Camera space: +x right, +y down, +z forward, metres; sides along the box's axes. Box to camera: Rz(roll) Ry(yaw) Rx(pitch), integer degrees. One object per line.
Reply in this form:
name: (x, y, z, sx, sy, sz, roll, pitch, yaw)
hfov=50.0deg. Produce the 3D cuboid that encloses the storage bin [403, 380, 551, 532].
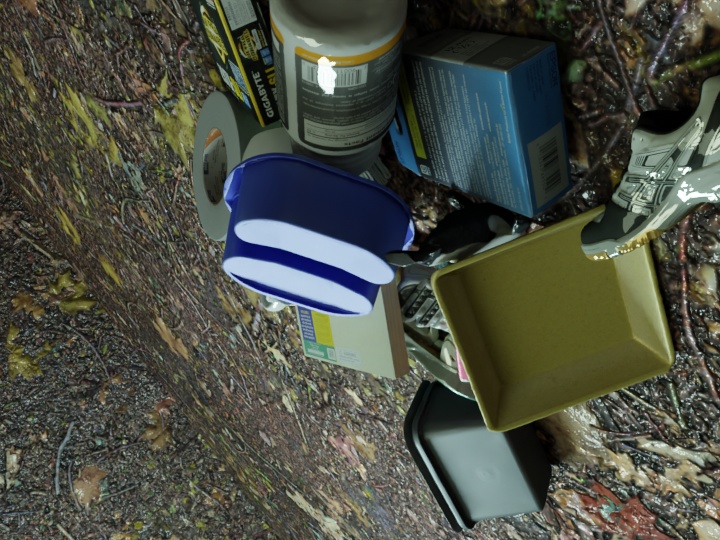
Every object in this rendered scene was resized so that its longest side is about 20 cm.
storage bin: (0.170, 0.240, 1.048, 0.133, 0.146, 0.201, -14, 115, 31)

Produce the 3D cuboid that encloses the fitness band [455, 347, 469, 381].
fitness band: (0.176, 0.078, 0.850, 0.142, 0.038, 0.202, 2, 129, 16)

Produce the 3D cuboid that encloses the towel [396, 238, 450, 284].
towel: (0.089, 0.041, 1.035, 0.146, 0.022, 0.202, 24, 142, 41)

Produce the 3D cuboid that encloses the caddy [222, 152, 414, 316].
caddy: (-0.044, -0.041, 0.768, 0.198, 0.106, 0.142, 18, 144, -11)

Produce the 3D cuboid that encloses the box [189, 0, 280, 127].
box: (-0.150, -0.277, 0.921, 0.200, 0.049, 0.161, 50, 164, 54)

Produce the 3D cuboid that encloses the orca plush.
orca plush: (0.094, -0.041, 0.765, 0.071, 0.199, 0.105, 57, 138, 17)

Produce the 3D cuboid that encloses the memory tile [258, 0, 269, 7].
memory tile: (-0.050, -0.243, 0.830, 0.201, 0.017, 0.153, 52, 170, -27)

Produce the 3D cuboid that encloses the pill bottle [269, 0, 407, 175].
pill bottle: (-0.021, -0.178, 0.705, 0.116, 0.116, 0.201, 42, 158, 17)

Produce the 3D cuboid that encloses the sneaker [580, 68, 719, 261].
sneaker: (0.238, -0.080, 0.609, 0.088, 0.075, 0.200, 55, 143, 7)

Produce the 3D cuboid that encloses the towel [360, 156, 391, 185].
towel: (-0.041, -0.174, 0.922, 0.150, 0.031, 0.200, 62, 167, -25)

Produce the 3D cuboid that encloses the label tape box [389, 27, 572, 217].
label tape box: (0.101, -0.150, 0.735, 0.199, 0.066, 0.144, 32, 148, 49)

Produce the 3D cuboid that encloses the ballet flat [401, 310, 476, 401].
ballet flat: (0.099, 0.093, 0.993, 0.199, 0.067, 0.064, 35, 137, 27)

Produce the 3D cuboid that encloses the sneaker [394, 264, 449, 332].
sneaker: (0.130, 0.052, 0.922, 0.199, 0.081, 0.075, 34, 121, -14)

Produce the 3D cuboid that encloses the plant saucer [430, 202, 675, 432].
plant saucer: (0.185, 0.040, 0.748, 0.049, 0.198, 0.201, -100, -13, -63)

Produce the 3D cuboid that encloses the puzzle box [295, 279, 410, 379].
puzzle box: (-0.020, 0.052, 0.947, 0.199, 0.025, 0.135, 6, 109, 54)

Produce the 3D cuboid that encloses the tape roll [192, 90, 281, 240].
tape roll: (-0.171, -0.142, 1.063, 0.200, 0.065, 0.203, 9, 100, 59)

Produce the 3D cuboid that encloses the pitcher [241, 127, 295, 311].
pitcher: (-0.091, -0.054, 0.921, 0.171, 0.120, 0.203, -15, 80, 57)
